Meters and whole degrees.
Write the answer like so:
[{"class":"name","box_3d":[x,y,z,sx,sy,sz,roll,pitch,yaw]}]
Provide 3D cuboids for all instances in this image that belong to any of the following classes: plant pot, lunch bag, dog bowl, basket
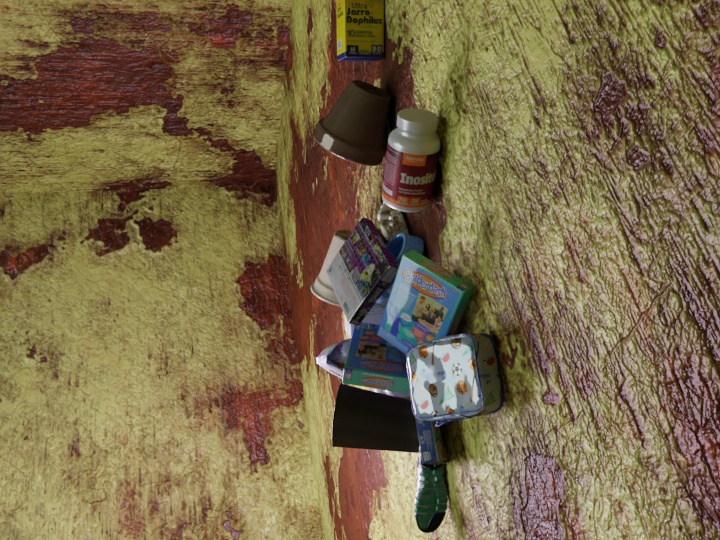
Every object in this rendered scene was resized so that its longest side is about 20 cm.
[{"class":"plant pot","box_3d":[-0.004,-0.398,1.790,0.200,0.200,0.175,-114,42,-55]},{"class":"lunch bag","box_3d":[-0.015,0.248,1.905,0.170,0.200,0.127,140,125,-72]},{"class":"lunch bag","box_3d":[0.171,0.204,1.265,0.200,0.075,0.161,-22,72,49]},{"class":"plant pot","box_3d":[-0.030,-0.013,1.975,0.200,0.200,0.184,-123,43,-64]},{"class":"dog bowl","box_3d":[0.070,-0.010,1.617,0.200,0.050,0.112,-48,27,33]},{"class":"basket","box_3d":[0.044,0.350,1.574,0.181,0.200,0.136,89,-170,-48]}]

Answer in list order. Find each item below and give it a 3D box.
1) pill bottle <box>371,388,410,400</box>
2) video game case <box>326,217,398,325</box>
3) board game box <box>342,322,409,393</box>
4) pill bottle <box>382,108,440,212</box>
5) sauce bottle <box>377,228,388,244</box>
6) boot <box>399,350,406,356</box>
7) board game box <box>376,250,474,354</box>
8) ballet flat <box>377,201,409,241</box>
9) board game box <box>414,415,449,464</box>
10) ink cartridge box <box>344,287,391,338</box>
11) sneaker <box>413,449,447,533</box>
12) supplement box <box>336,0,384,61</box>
[{"class":"pill bottle","box_3d":[0.083,0.318,1.705,0.200,0.112,0.112,108,155,-55]},{"class":"video game case","box_3d":[0.000,0.000,1.620,0.181,0.036,0.200,-55,37,23]},{"class":"board game box","box_3d":[0.047,0.201,1.595,0.200,0.152,0.045,-73,-8,-62]},{"class":"pill bottle","box_3d":[0.110,-0.236,1.453,0.113,0.113,0.200,-113,23,-54]},{"class":"sauce bottle","box_3d":[0.050,-0.078,1.819,0.200,0.066,0.066,-94,3,-79]},{"class":"boot","box_3d":[0.140,0.113,1.484,0.200,0.076,0.168,-157,60,-67]},{"class":"board game box","box_3d":[0.127,0.082,1.371,0.152,0.045,0.200,33,123,27]},{"class":"ballet flat","box_3d":[0.078,-0.127,1.718,0.200,0.064,0.076,-106,18,-44]},{"class":"board game box","box_3d":[0.147,0.316,1.474,0.135,0.034,0.200,43,-144,-67]},{"class":"ink cartridge box","box_3d":[0.035,0.067,1.769,0.084,0.145,0.200,-142,50,-72]},{"class":"sneaker","box_3d":[0.159,0.488,1.551,0.088,0.074,0.200,115,161,-83]},{"class":"supplement box","box_3d":[-0.001,-0.666,1.815,0.110,0.109,0.200,-141,48,-72]}]
